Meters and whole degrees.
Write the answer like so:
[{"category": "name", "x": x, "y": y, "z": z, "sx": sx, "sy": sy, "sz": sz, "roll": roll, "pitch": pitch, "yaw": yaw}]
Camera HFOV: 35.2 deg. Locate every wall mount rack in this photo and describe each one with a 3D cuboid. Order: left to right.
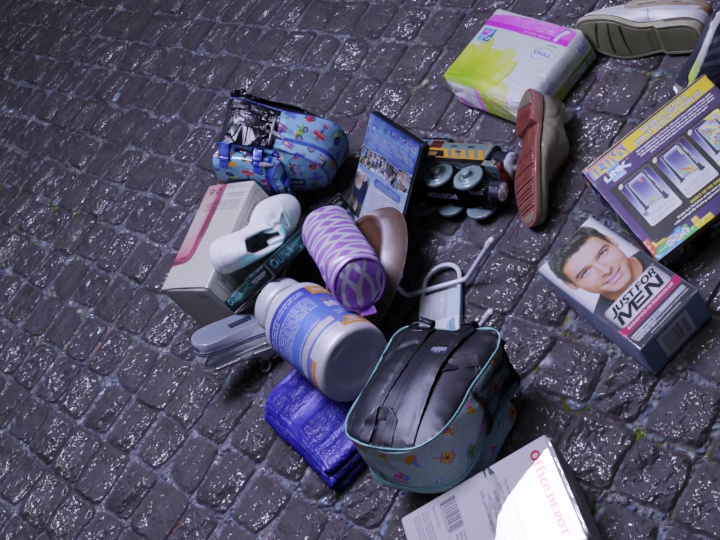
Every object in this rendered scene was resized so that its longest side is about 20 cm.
[{"category": "wall mount rack", "x": 0.116, "y": 0.047, "z": 1.514, "sx": 0.171, "sy": 0.075, "sz": 0.203, "roll": -18, "pitch": 47, "yaw": 28}]

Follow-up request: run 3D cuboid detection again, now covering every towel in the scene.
[{"category": "towel", "x": -0.042, "y": 0.190, "z": 1.541, "sx": 0.148, "sy": 0.050, "sz": 0.199, "roll": -48, "pitch": 41, "yaw": -5}]

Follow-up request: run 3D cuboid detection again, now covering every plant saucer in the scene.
[{"category": "plant saucer", "x": 0.000, "y": 0.000, "z": 1.616, "sx": 0.200, "sy": 0.032, "sz": 0.203, "roll": -44, "pitch": 35, "yaw": 41}]

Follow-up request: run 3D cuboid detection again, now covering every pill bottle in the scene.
[{"category": "pill bottle", "x": -0.061, "y": 0.085, "z": 1.539, "sx": 0.112, "sy": 0.112, "sz": 0.199, "roll": -48, "pitch": 43, "yaw": -7}]

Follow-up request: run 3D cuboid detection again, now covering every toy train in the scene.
[{"category": "toy train", "x": 0.140, "y": -0.140, "z": 1.654, "sx": 0.198, "sy": 0.086, "sz": 0.115, "roll": 7, "pitch": 51, "yaw": 41}]

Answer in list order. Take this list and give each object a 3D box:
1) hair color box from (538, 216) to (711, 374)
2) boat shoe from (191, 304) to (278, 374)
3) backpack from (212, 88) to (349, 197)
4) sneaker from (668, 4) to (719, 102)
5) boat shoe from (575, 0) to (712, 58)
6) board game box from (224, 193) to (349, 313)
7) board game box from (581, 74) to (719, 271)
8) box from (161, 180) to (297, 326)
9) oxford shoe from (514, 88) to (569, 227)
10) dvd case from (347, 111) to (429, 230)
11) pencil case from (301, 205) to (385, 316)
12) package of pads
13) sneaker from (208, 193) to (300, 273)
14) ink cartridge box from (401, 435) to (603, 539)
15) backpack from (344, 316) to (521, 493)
[{"category": "hair color box", "x": 0.319, "y": 0.027, "z": 1.385, "sx": 0.099, "sy": 0.061, "sz": 0.200, "roll": -44, "pitch": 40, "yaw": -2}, {"category": "boat shoe", "x": -0.148, "y": 0.106, "z": 1.680, "sx": 0.199, "sy": 0.087, "sz": 0.074, "roll": -22, "pitch": 31, "yaw": -21}, {"category": "backpack", "x": -0.121, "y": -0.183, "z": 1.817, "sx": 0.196, "sy": 0.183, "sz": 0.137, "roll": 12, "pitch": 71, "yaw": 4}, {"category": "sneaker", "x": 0.484, "y": -0.272, "z": 1.517, "sx": 0.082, "sy": 0.072, "sz": 0.202, "roll": 25, "pitch": 73, "yaw": 22}, {"category": "boat shoe", "x": 0.408, "y": -0.353, "z": 1.630, "sx": 0.197, "sy": 0.075, "sz": 0.069, "roll": 12, "pitch": 57, "yaw": 35}, {"category": "board game box", "x": -0.109, "y": -0.025, "z": 1.688, "sx": 0.200, "sy": 0.028, "sz": 0.135, "roll": -46, "pitch": 4, "yaw": -42}, {"category": "board game box", "x": 0.403, "y": -0.119, "z": 1.413, "sx": 0.199, "sy": 0.057, "sz": 0.166, "roll": -37, "pitch": 57, "yaw": 6}, {"category": "box", "x": -0.203, "y": -0.020, "z": 1.784, "sx": 0.108, "sy": 0.128, "sz": 0.203, "roll": -2, "pitch": 55, "yaw": 38}, {"category": "oxford shoe", "x": 0.259, "y": -0.155, "z": 1.578, "sx": 0.071, "sy": 0.072, "sz": 0.204, "roll": 143, "pitch": 135, "yaw": -67}, {"category": "dvd case", "x": 0.035, "y": -0.114, "z": 1.666, "sx": 0.142, "sy": 0.017, "sz": 0.203, "roll": 40, "pitch": 122, "yaw": 48}, {"category": "pencil case", "x": -0.025, "y": -0.018, "z": 1.550, "sx": 0.082, "sy": 0.087, "sz": 0.200, "roll": -11, "pitch": 26, "yaw": -9}, {"category": "package of pads", "x": 0.235, "y": -0.306, "z": 1.722, "sx": 0.155, "sy": 0.068, "sz": 0.199, "roll": -51, "pitch": 41, "yaw": -9}, {"category": "sneaker", "x": -0.136, "y": -0.058, "z": 1.710, "sx": 0.088, "sy": 0.076, "sz": 0.200, "roll": -15, "pitch": 20, "yaw": 41}, {"category": "ink cartridge box", "x": 0.161, "y": 0.301, "z": 1.261, "sx": 0.198, "sy": 0.084, "sz": 0.146, "roll": -33, "pitch": 42, "yaw": 13}, {"category": "backpack", "x": 0.085, "y": 0.175, "z": 1.368, "sx": 0.174, "sy": 0.155, "sz": 0.200, "roll": 4, "pitch": 38, "yaw": 39}]
